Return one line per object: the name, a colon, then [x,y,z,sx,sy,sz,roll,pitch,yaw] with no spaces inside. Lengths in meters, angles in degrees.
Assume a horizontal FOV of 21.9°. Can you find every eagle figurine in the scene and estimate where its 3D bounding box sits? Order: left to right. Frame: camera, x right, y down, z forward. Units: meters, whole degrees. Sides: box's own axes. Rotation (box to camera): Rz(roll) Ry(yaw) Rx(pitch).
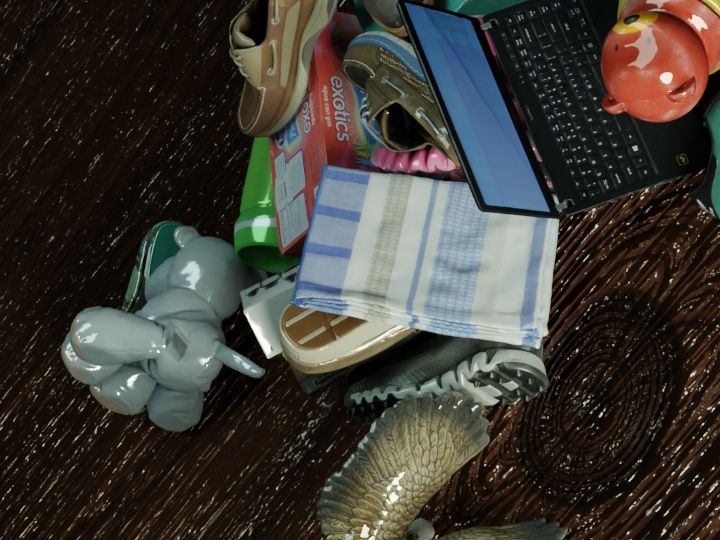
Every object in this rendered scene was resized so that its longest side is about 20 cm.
eagle figurine: [0.034,0.204,1.409,0.200,0.152,0.151,-43,21,30]

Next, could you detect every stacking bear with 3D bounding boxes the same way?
stacking bear: [0.236,-0.191,1.370,0.121,0.114,0.200,-1,44,34]

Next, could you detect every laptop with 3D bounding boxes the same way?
laptop: [0.148,-0.139,1.379,0.200,0.103,0.177,-19,75,-5]

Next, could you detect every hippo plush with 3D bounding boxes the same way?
hippo plush: [-0.178,0.034,1.720,0.200,0.159,0.161,-41,27,53]

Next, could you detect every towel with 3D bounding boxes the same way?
towel: [0.054,-0.016,1.444,0.200,0.024,0.147,9,55,6]

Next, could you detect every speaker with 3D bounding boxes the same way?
speaker: [-0.063,-0.101,1.731,0.088,0.088,0.200,-12,60,45]

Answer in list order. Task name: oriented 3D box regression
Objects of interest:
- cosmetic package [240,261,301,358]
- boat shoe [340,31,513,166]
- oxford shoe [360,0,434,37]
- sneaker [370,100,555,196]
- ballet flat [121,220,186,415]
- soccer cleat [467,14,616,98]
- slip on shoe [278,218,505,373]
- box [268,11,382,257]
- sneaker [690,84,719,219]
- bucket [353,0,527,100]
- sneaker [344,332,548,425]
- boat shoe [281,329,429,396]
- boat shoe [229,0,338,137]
cosmetic package: [0.000,0.000,1.533,0.200,0.051,0.083,-26,13,-1]
boat shoe: [0.036,-0.137,1.494,0.072,0.072,0.200,-49,36,-9]
oxford shoe: [0.004,-0.264,1.542,0.071,0.073,0.200,-47,41,19]
sneaker: [0.096,-0.087,1.528,0.200,0.095,0.079,4,57,43]
ballet flat: [-0.207,0.050,1.833,0.074,0.074,0.200,-1,66,48]
soccer cleat: [0.156,-0.181,1.486,0.200,0.070,0.086,14,67,8]
slip on shoe: [0.029,0.023,1.472,0.200,0.061,0.076,-30,60,-13]
box: [-0.019,-0.117,1.638,0.103,0.095,0.200,-37,53,51]
sneaker: [0.292,-0.131,1.357,0.080,0.071,0.200,8,76,46]
bucket: [0.102,-0.245,1.588,0.207,0.135,0.207,-27,50,37]
sneaker: [0.071,0.073,1.495,0.200,0.066,0.091,-19,49,40]
boat shoe: [0.029,0.049,1.557,0.200,0.073,0.065,-22,95,24]
boat shoe: [-0.079,-0.198,1.580,0.076,0.072,0.200,-113,33,-41]
